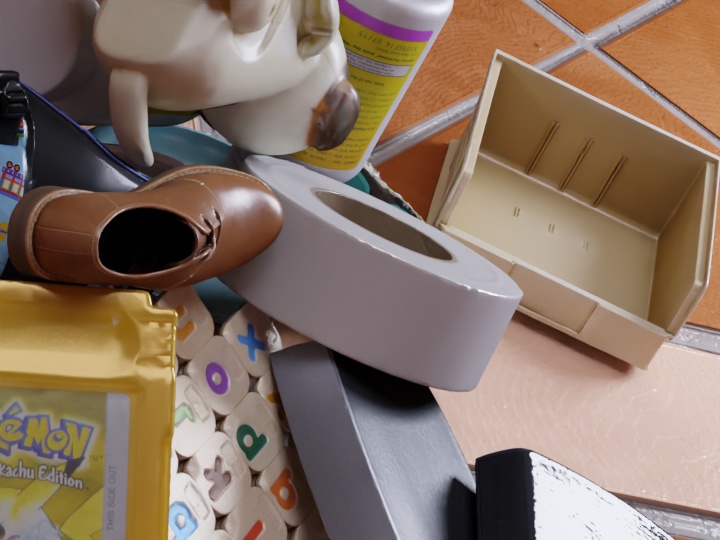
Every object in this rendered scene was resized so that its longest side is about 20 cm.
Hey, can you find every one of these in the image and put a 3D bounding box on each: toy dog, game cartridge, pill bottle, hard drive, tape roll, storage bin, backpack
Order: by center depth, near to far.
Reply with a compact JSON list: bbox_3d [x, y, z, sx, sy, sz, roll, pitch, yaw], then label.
[{"bbox_3d":[-0.187,0.104,1.137,0.176,0.032,0.201,4,76,-12],"label":"game cartridge"},{"bbox_3d":[-0.220,0.006,1.251,0.182,0.201,0.134,37,-19,-35],"label":"backpack"},{"bbox_3d":[0.024,0.136,1.300,0.135,0.042,0.200,20,40,-49],"label":"hard drive"},{"bbox_3d":[0.156,0.196,1.313,0.200,0.042,0.135,35,31,-23],"label":"hard drive"},{"bbox_3d":[-0.071,-0.140,1.322,0.200,0.139,0.195,36,57,-60],"label":"toy dog"},{"bbox_3d":[0.000,0.000,1.376,0.202,0.071,0.202,25,10,-5],"label":"tape roll"},{"bbox_3d":[-0.172,-0.152,1.417,0.113,0.113,0.200,40,17,16],"label":"pill bottle"},{"bbox_3d":[-0.024,-0.130,1.473,0.104,0.200,0.104,22,31,-14],"label":"pill bottle"},{"bbox_3d":[0.160,-0.045,1.637,0.199,0.094,0.199,26,34,-5],"label":"storage bin"}]

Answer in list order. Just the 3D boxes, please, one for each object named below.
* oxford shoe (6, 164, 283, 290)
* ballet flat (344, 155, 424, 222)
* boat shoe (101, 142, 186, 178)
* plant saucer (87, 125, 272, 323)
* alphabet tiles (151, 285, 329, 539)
[{"bbox_3d":[-0.102,-0.018,1.207,0.071,0.072,0.200,9,13,36],"label":"oxford shoe"},{"bbox_3d":[0.014,-0.029,1.541,0.064,0.076,0.200,25,30,-53],"label":"ballet flat"},{"bbox_3d":[-0.200,-0.061,1.389,0.199,0.074,0.065,4,30,-3],"label":"boat shoe"},{"bbox_3d":[-0.118,-0.029,1.481,0.199,0.027,0.200,18,36,-14],"label":"plant saucer"},{"bbox_3d":[-0.075,0.108,1.260,0.200,0.015,0.196,58,32,-12],"label":"alphabet tiles"}]
